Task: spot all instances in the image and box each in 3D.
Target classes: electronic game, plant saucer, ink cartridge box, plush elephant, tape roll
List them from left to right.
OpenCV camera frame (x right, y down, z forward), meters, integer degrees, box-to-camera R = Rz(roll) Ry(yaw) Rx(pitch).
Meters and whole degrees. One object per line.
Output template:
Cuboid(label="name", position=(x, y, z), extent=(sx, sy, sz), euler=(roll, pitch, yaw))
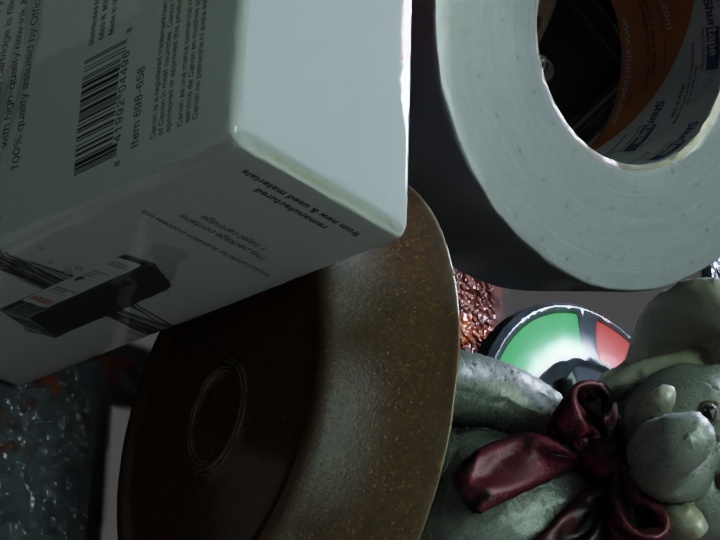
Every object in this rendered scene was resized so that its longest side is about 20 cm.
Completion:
Cuboid(label="ink cartridge box", position=(-0.082, -0.059, 0.651), extent=(0.084, 0.199, 0.145), euler=(29, 52, -41))
Cuboid(label="plant saucer", position=(-0.038, 0.055, 0.652), extent=(0.037, 0.200, 0.202), euler=(20, 58, -29))
Cuboid(label="tape roll", position=(0.090, -0.092, 0.745), extent=(0.199, 0.066, 0.202), euler=(-1, 91, -35))
Cuboid(label="electronic game", position=(0.117, 0.113, 0.918), extent=(0.199, 0.041, 0.201), euler=(23, 56, -40))
Cuboid(label="plush elephant", position=(0.097, 0.088, 0.728), extent=(0.200, 0.154, 0.165), euler=(11, 52, -66))

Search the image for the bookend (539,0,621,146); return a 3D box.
Cuboid(label="bookend", position=(0.099, -0.169, 0.937), extent=(0.092, 0.199, 0.201), euler=(-23, 75, -50))

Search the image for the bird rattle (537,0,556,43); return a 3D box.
Cuboid(label="bird rattle", position=(0.057, -0.132, 0.877), extent=(0.112, 0.201, 0.163), euler=(-7, 37, -31))
